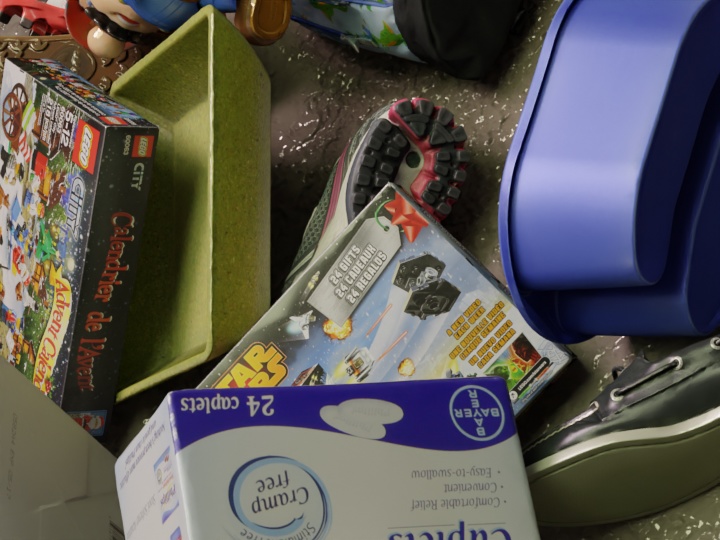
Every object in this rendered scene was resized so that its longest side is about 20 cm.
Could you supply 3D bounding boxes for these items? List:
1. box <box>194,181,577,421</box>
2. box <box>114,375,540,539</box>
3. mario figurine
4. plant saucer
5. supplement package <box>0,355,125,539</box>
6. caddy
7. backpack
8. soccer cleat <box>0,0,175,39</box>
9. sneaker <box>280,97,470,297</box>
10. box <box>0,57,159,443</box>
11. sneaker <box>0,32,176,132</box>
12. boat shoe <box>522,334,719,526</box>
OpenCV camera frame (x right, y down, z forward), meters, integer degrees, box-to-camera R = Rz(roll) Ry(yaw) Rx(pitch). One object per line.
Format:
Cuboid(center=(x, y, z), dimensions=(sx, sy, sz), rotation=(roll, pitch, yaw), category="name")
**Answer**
Cuboid(center=(-0.001, 0.071, 1.415), dimensions=(0.137, 0.040, 0.200), rotation=(45, 97, 8), category="box")
Cuboid(center=(-0.007, 0.163, 1.272), dimensions=(0.105, 0.184, 0.200), rotation=(130, 134, -57), category="box")
Cuboid(center=(-0.122, -0.153, 1.558), dimensions=(0.106, 0.124, 0.200), rotation=(-31, 18, -24), category="mario figurine")
Cuboid(center=(-0.097, -0.031, 1.526), dimensions=(0.200, 0.048, 0.200), rotation=(155, 117, -65), category="plant saucer")
Cuboid(center=(-0.243, 0.177, 1.495), dimensions=(0.200, 0.151, 0.152), rotation=(-32, 34, 20), category="supplement package")
Cuboid(center=(0.137, -0.057, 1.359), dimensions=(0.105, 0.141, 0.200), rotation=(7, 69, 35), category="caddy")
Cuboid(center=(0.003, -0.210, 1.570), dimensions=(0.200, 0.154, 0.163), rotation=(16, 82, 56), category="backpack")
Cuboid(center=(-0.164, -0.186, 1.727), dimensions=(0.200, 0.069, 0.085), rotation=(14, 78, 47), category="soccer cleat")
Cuboid(center=(0.000, 0.000, 1.489), dimensions=(0.200, 0.081, 0.075), rotation=(-63, 15, -6), category="sneaker")
Cuboid(center=(-0.183, -0.013, 1.585), dimensions=(0.137, 0.038, 0.200), rotation=(33, 118, 51), category="box")
Cuboid(center=(-0.166, -0.106, 1.677), dimensions=(0.200, 0.090, 0.067), rotation=(4, 70, 7), category="sneaker")
Cuboid(center=(0.158, 0.067, 1.316), dimensions=(0.199, 0.074, 0.066), rotation=(-27, 49, 23), category="boat shoe")
